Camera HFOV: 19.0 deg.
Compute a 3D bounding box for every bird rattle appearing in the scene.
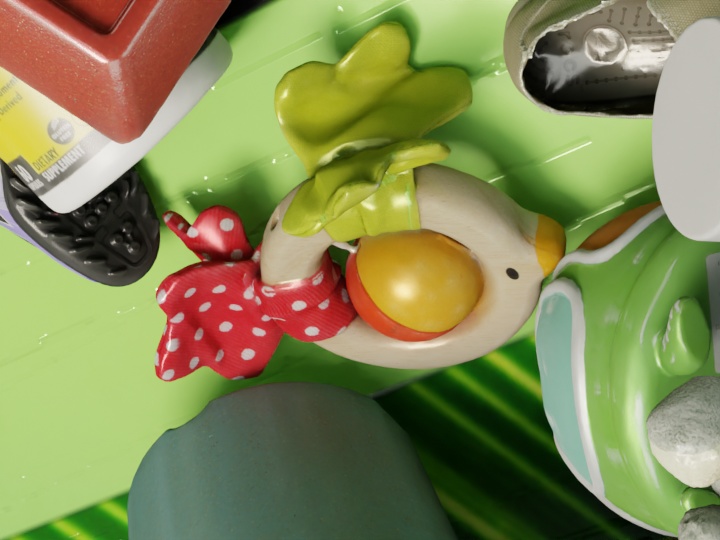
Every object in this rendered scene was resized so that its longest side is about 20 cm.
[{"bbox_3d":[0.000,0.000,0.979,0.163,0.113,0.200,23,129,-15],"label":"bird rattle"}]

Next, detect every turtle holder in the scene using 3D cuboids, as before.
[{"bbox_3d":[0.150,0.055,0.936,0.132,0.141,0.186,12,141,56],"label":"turtle holder"}]

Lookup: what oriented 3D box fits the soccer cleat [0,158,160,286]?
[{"bbox_3d":[-0.183,-0.060,1.031,0.200,0.068,0.073,39,148,-10],"label":"soccer cleat"}]

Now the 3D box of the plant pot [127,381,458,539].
[{"bbox_3d":[-0.023,0.169,0.998,0.200,0.196,0.201,-7,129,-9],"label":"plant pot"}]

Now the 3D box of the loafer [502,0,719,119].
[{"bbox_3d":[0.150,-0.095,0.884,0.200,0.068,0.076,-11,115,24],"label":"loafer"}]

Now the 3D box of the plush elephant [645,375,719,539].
[{"bbox_3d":[0.212,0.122,0.801,0.164,0.155,0.200,-19,141,-1],"label":"plush elephant"}]

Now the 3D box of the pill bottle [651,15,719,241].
[{"bbox_3d":[0.218,-0.050,0.816,0.199,0.109,0.109,1,125,-18],"label":"pill bottle"}]

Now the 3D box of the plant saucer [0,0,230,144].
[{"bbox_3d":[-0.122,-0.187,0.871,0.199,0.037,0.200,33,85,-2],"label":"plant saucer"}]

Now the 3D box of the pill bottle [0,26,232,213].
[{"bbox_3d":[-0.160,-0.132,0.944,0.111,0.111,0.200,-36,103,32],"label":"pill bottle"}]
